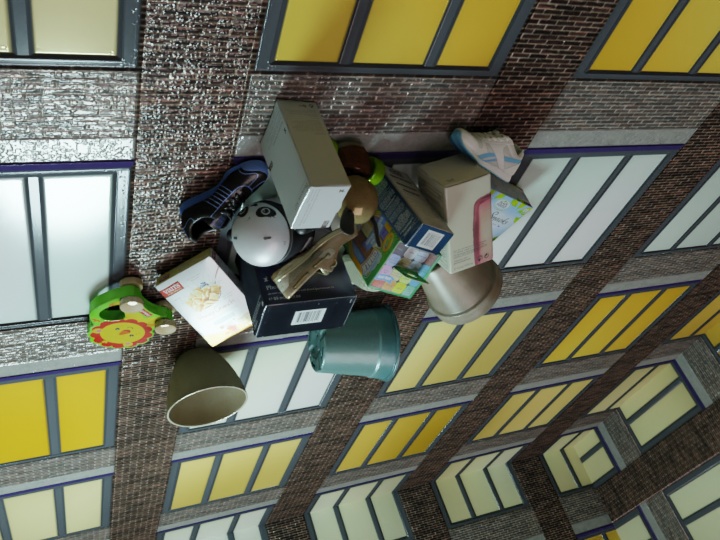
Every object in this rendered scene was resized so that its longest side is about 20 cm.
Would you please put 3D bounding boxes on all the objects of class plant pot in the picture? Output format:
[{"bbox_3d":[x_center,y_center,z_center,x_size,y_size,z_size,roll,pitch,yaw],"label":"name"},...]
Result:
[{"bbox_3d":[0.218,0.003,1.759,0.199,0.201,0.173,-33,130,17],"label":"plant pot"},{"bbox_3d":[-0.024,0.186,1.872,0.194,0.201,0.201,2,142,-20],"label":"plant pot"}]

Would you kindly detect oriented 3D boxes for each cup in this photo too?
[{"bbox_3d":[-0.394,0.279,1.808,0.199,0.144,0.201,-16,147,-11],"label":"cup"}]

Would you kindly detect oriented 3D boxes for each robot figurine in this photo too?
[{"bbox_3d":[-0.163,-0.080,1.392,0.150,0.125,0.200,-48,171,25],"label":"robot figurine"}]

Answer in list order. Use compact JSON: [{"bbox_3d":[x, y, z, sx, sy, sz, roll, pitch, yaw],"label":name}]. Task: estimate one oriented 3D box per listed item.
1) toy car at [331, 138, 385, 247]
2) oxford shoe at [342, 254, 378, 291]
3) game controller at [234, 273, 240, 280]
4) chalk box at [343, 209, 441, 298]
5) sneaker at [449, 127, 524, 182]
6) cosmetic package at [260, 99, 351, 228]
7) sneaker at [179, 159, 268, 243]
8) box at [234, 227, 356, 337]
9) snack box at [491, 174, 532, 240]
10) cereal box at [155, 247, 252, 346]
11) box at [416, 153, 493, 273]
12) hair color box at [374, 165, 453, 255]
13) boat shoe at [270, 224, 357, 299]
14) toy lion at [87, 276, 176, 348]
[{"bbox_3d":[-0.026,-0.128,1.369,0.164,0.201,0.158,15,133,-44],"label":"toy car"},{"bbox_3d":[0.000,0.000,1.633,0.057,0.199,0.076,-21,110,-39],"label":"oxford shoe"},{"bbox_3d":[-0.263,0.057,1.591,0.198,0.042,0.105,5,110,-10],"label":"game controller"},{"bbox_3d":[0.070,-0.030,1.480,0.124,0.201,0.124,18,118,-36],"label":"chalk box"},{"bbox_3d":[0.259,-0.255,1.490,0.199,0.077,0.081,20,108,-44],"label":"sneaker"},{"bbox_3d":[-0.098,-0.182,1.243,0.081,0.201,0.113,-2,143,-29],"label":"cosmetic package"},{"bbox_3d":[-0.249,-0.125,1.352,0.199,0.078,0.070,-32,147,15],"label":"sneaker"},{"bbox_3d":[-0.140,0.015,1.515,0.198,0.199,0.124,-5,144,-25],"label":"box"},{"bbox_3d":[0.270,-0.139,1.664,0.199,0.068,0.169,14,133,-45],"label":"snack box"},{"bbox_3d":[-0.317,0.060,1.544,0.143,0.040,0.200,-28,124,14],"label":"cereal box"},{"bbox_3d":[0.196,-0.118,1.498,0.108,0.128,0.201,-18,123,-16],"label":"box"},{"bbox_3d":[0.090,-0.124,1.442,0.100,0.201,0.061,15,123,-44],"label":"hair color box"},{"bbox_3d":[-0.079,-0.019,1.423,0.199,0.065,0.072,-35,177,-17],"label":"boat shoe"},{"bbox_3d":[-0.511,0.107,1.565,0.190,0.069,0.200,-20,149,11],"label":"toy lion"}]
